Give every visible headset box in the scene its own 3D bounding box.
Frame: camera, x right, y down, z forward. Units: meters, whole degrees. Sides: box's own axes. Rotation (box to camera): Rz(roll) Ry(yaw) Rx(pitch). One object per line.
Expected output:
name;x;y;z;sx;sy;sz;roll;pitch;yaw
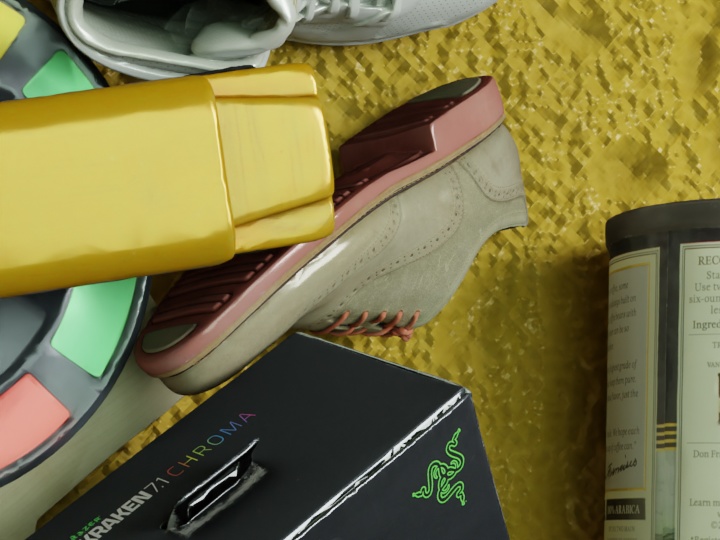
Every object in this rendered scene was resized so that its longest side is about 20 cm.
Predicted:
headset box;-0.029;0.143;0.811;0.174;0.093;0.201;-36;125;-32

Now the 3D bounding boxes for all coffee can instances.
coffee can;0.165;0.081;0.918;0.146;0.146;0.201;4;83;-19

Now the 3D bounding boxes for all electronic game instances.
electronic game;-0.170;-0.014;0.834;0.199;0.042;0.201;3;83;-20

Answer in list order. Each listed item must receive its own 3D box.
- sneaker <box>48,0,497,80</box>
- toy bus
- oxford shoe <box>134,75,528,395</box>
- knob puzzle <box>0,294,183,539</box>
sneaker;-0.023;-0.103;0.881;0.199;0.116;0.074;-2;116;-15
toy bus;-0.107;-0.027;0.786;0.199;0.078;0.065;-9;94;-10
oxford shoe;0.000;0.000;0.893;0.200;0.070;0.075;-37;109;-34
knob puzzle;-0.185;0.027;0.862;0.218;0.030;0.221;2;83;-20
